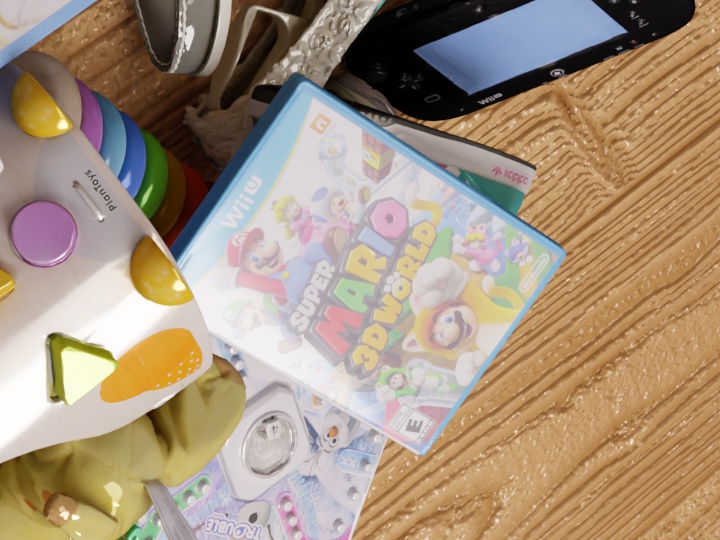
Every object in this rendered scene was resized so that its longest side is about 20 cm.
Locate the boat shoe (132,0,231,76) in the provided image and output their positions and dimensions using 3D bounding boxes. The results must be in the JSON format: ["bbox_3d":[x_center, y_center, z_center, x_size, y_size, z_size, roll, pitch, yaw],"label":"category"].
[{"bbox_3d":[-0.113,-0.198,1.502,0.060,0.072,0.202,-17,110,-36],"label":"boat shoe"}]

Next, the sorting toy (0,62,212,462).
[{"bbox_3d":[-0.194,0.015,1.375,0.180,0.107,0.200,-37,91,-16],"label":"sorting toy"}]

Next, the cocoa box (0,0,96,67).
[{"bbox_3d":[-0.218,-0.207,1.362,0.133,0.131,0.200,-39,128,-24],"label":"cocoa box"}]

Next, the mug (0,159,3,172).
[{"bbox_3d":[-0.258,-0.021,1.278,0.175,0.148,0.200,-44,103,-8],"label":"mug"}]

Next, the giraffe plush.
[{"bbox_3d":[-0.169,0.099,1.517,0.173,0.162,0.200,5,63,-45],"label":"giraffe plush"}]

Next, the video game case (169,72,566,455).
[{"bbox_3d":[0.000,0.000,1.536,0.200,0.018,0.143,32,97,-30],"label":"video game case"}]

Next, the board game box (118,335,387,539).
[{"bbox_3d":[-0.054,0.106,1.698,0.200,0.026,0.200,17,94,-44],"label":"board game box"}]

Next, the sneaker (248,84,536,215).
[{"bbox_3d":[0.004,-0.029,1.582,0.200,0.084,0.121,16,93,-40],"label":"sneaker"}]

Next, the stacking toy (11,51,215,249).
[{"bbox_3d":[-0.132,-0.047,1.545,0.200,0.085,0.085,30,86,-51],"label":"stacking toy"}]

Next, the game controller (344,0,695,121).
[{"bbox_3d":[0.092,-0.140,1.639,0.104,0.200,0.042,41,40,-41],"label":"game controller"}]

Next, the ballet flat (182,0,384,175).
[{"bbox_3d":[-0.032,-0.143,1.596,0.072,0.072,0.200,39,78,-43],"label":"ballet flat"}]

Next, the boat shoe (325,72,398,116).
[{"bbox_3d":[0.007,-0.021,1.681,0.073,0.074,0.200,-32,114,-14],"label":"boat shoe"}]
